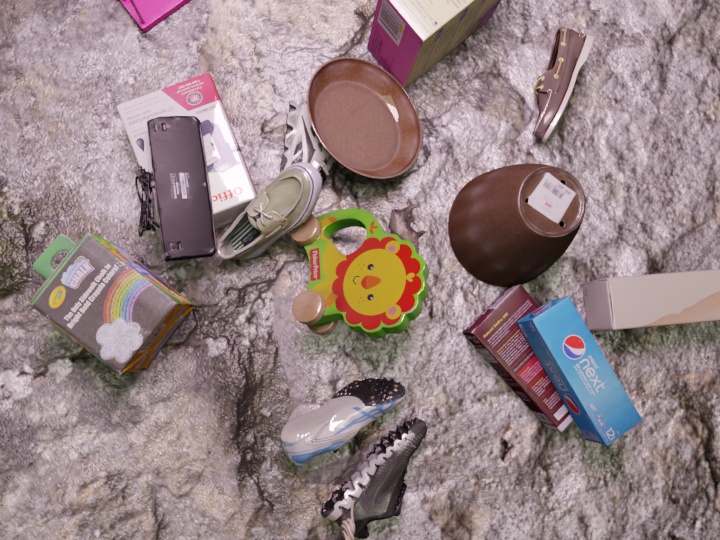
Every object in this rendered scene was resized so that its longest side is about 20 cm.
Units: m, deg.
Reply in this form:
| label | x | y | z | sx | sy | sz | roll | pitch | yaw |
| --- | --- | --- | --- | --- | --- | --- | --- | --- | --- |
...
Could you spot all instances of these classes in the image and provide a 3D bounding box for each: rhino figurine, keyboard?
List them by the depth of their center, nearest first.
| label | x | y | z | sx | sy | sz | roll | pitch | yaw |
| --- | --- | --- | --- | --- | --- | --- | --- | --- | --- |
| keyboard | -0.263 | -0.113 | 0.866 | 0.103 | 0.040 | 0.203 | -6 | 85 | -28 |
| rhino figurine | 0.040 | -0.012 | 0.945 | 0.087 | 0.060 | 0.201 | 29 | 85 | 5 |

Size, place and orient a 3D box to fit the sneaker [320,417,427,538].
| label | x | y | z | sx | sy | sz | roll | pitch | yaw |
| --- | --- | --- | --- | --- | --- | --- | --- | --- | --- |
| sneaker | 0.039 | 0.308 | 0.912 | 0.090 | 0.066 | 0.200 | 44 | 86 | -2 |

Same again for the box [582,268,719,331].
| label | x | y | z | sx | sy | sz | roll | pitch | yaw |
| --- | --- | --- | --- | --- | --- | --- | --- | --- | --- |
| box | 0.458 | 0.046 | 0.961 | 0.197 | 0.095 | 0.079 | -5 | 85 | -4 |

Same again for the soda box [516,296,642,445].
| label | x | y | z | sx | sy | sz | roll | pitch | yaw |
| --- | --- | --- | --- | --- | --- | --- | --- | --- | --- |
| soda box | 0.311 | 0.142 | 0.891 | 0.067 | 0.064 | 0.201 | -29 | 87 | -10 |

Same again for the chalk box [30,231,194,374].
| label | x | y | z | sx | sy | sz | roll | pitch | yaw |
| --- | --- | --- | --- | --- | --- | --- | --- | --- | --- |
| chalk box | -0.358 | 0.034 | 0.875 | 0.199 | 0.124 | 0.125 | 38 | 83 | 1 |

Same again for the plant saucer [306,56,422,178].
| label | x | y | z | sx | sy | sz | roll | pitch | yaw |
| --- | --- | --- | --- | --- | --- | --- | --- | --- | --- |
| plant saucer | 0.002 | -0.226 | 0.948 | 0.198 | 0.037 | 0.203 | 11 | 67 | -27 |

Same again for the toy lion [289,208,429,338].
| label | x | y | z | sx | sy | sz | roll | pitch | yaw |
| --- | --- | --- | --- | --- | --- | --- | --- | --- | --- |
| toy lion | 0.000 | 0.000 | 0.877 | 0.190 | 0.069 | 0.202 | -14 | 62 | 15 |

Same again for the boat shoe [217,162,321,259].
| label | x | y | z | sx | sy | sz | roll | pitch | yaw |
| --- | --- | --- | --- | --- | --- | --- | --- | --- | --- |
| boat shoe | -0.130 | -0.074 | 0.882 | 0.072 | 0.062 | 0.200 | 51 | 123 | 6 |

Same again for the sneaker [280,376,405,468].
| label | x | y | z | sx | sy | sz | roll | pitch | yaw |
| --- | --- | --- | --- | --- | --- | --- | --- | --- | --- |
| sneaker | -0.022 | 0.221 | 0.920 | 0.198 | 0.072 | 0.073 | -24 | 121 | -13 |

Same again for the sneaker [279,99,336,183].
| label | x | y | z | sx | sy | sz | roll | pitch | yaw |
| --- | --- | --- | --- | --- | --- | --- | --- | --- | --- |
| sneaker | -0.077 | -0.157 | 0.944 | 0.087 | 0.074 | 0.203 | 7 | 84 | -2 |

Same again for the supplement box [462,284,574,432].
| label | x | y | z | sx | sy | sz | roll | pitch | yaw |
| --- | --- | --- | --- | --- | --- | --- | --- | --- | --- |
| supplement box | 0.264 | 0.132 | 0.950 | 0.109 | 0.061 | 0.200 | -41 | 90 | -9 |

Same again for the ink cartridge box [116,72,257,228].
| label | x | y | z | sx | sy | sz | roll | pitch | yaw |
| --- | --- | --- | --- | --- | --- | --- | --- | --- | --- |
| ink cartridge box | -0.249 | -0.164 | 0.924 | 0.143 | 0.084 | 0.202 | -22 | 87 | -6 |

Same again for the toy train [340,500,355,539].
| label | x | y | z | sx | sy | sz | roll | pitch | yaw |
| --- | --- | --- | --- | --- | --- | --- | --- | --- | --- |
| toy train | -0.059 | 0.414 | 0.871 | 0.114 | 0.085 | 0.203 | -2 | 97 | 8 |

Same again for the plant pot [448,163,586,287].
| label | x | y | z | sx | sy | sz | roll | pitch | yaw |
| --- | --- | --- | --- | --- | --- | --- | --- | --- | --- |
| plant pot | 0.239 | -0.079 | 0.901 | 0.184 | 0.200 | 0.190 | 1 | 83 | -5 |

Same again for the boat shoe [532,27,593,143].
| label | x | y | z | sx | sy | sz | roll | pitch | yaw |
| --- | --- | --- | --- | --- | --- | --- | --- | --- | --- |
| boat shoe | 0.311 | -0.299 | 0.997 | 0.059 | 0.072 | 0.202 | 24 | 79 | 4 |

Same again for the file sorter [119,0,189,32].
| label | x | y | z | sx | sy | sz | roll | pitch | yaw |
| --- | --- | --- | --- | --- | --- | --- | --- | --- | --- |
| file sorter | -0.343 | -0.502 | 0.931 | 0.139 | 0.125 | 0.201 | -38 | 88 | -8 |

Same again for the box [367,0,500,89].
| label | x | y | z | sx | sy | sz | roll | pitch | yaw |
| --- | --- | --- | --- | --- | --- | --- | --- | --- | --- |
| box | 0.120 | -0.399 | 0.936 | 0.200 | 0.176 | 0.097 | -40 | 89 | -7 |
